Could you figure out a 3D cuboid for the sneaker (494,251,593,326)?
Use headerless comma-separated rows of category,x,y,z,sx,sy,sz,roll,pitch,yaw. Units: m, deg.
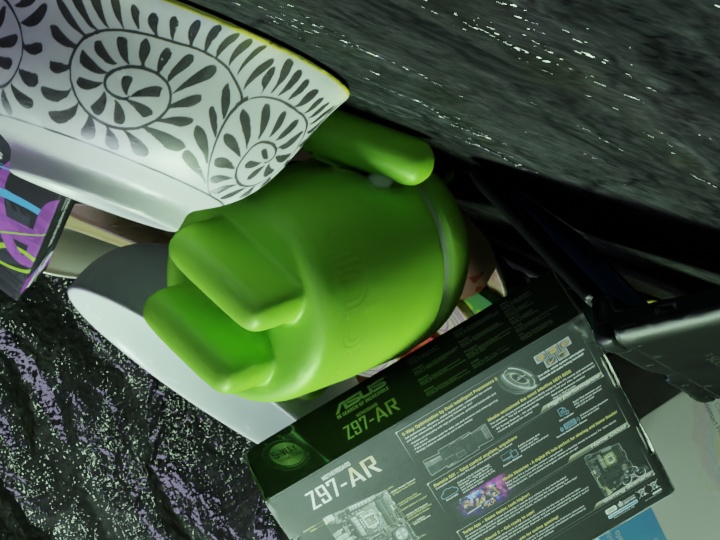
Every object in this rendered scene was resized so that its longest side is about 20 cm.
sneaker,0.105,0.023,1.821,0.071,0.080,0.199,19,-162,38

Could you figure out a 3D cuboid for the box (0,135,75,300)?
box,-0.225,-0.074,1.439,0.143,0.036,0.200,37,149,1

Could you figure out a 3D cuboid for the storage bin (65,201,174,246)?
storage bin,-0.174,-0.076,1.595,0.198,0.094,0.200,17,175,30

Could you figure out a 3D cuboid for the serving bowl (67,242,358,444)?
serving bowl,-0.075,0.042,1.509,0.199,0.066,0.200,31,168,7

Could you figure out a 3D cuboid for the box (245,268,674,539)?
box,0.057,0.112,1.405,0.161,0.199,0.044,58,-179,-40

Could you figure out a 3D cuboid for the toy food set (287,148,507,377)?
toy food set,0.000,0.000,1.524,0.199,0.049,0.199,12,144,23

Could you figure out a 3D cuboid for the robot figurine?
robot figurine,-0.021,0.000,1.346,0.116,0.176,0.199,40,-144,24

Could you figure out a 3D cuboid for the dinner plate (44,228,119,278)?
dinner plate,-0.229,-0.073,1.781,0.199,0.024,0.201,23,-144,-18

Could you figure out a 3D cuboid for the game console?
game console,0.177,-0.003,1.371,0.175,0.117,0.200,-14,164,21

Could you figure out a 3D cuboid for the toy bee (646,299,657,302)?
toy bee,0.180,0.080,1.745,0.108,0.132,0.200,21,-169,13

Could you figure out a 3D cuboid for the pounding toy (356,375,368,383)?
pounding toy,0.026,0.182,1.646,0.141,0.185,0.200,-11,148,9

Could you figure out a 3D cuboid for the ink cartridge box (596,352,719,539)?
ink cartridge box,0.201,0.111,1.569,0.126,0.199,0.128,64,164,-14

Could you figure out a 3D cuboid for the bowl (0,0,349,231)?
bowl,-0.113,-0.077,1.234,0.200,0.095,0.201,19,177,1
